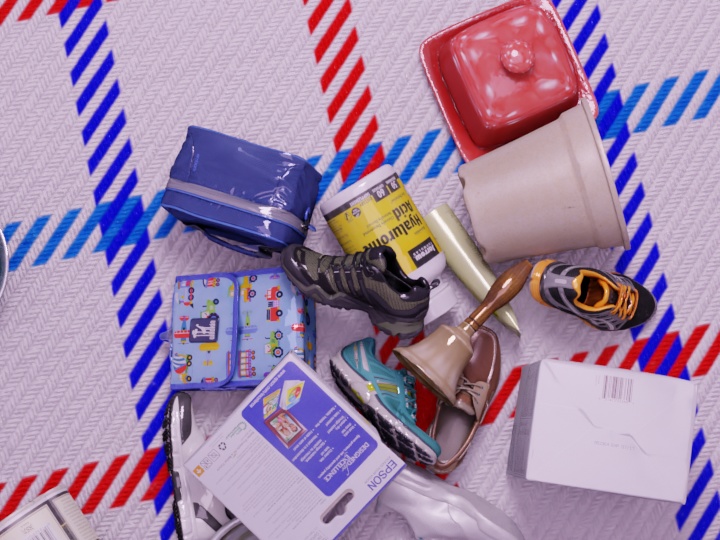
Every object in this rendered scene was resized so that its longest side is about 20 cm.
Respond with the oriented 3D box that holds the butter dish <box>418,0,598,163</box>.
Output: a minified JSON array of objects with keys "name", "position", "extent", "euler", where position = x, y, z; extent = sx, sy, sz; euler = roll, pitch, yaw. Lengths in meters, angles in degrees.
[{"name":"butter dish","position":[0.197,-0.261,1.639],"extent":[0.199,0.148,0.201],"euler":[-23,83,-2]}]

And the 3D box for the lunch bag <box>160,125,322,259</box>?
[{"name":"lunch bag","position":[-0.146,-0.089,1.619],"extent":[0.199,0.136,0.133],"euler":[17,85,14]}]

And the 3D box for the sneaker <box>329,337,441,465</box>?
[{"name":"sneaker","position":[0.040,0.162,1.609],"extent":[0.079,0.078,0.200],"euler":[-34,62,-14]}]

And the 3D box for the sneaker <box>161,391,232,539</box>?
[{"name":"sneaker","position":[-0.209,0.255,1.630],"extent":[0.079,0.074,0.202],"euler":[-8,88,-16]}]

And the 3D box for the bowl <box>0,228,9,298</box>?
[{"name":"bowl","position":[-0.540,0.000,1.634],"extent":[0.199,0.105,0.202],"euler":[0,84,1]}]

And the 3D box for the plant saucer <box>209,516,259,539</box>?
[{"name":"plant saucer","position":[-0.112,0.401,1.610],"extent":[0.199,0.050,0.202],"euler":[0,87,-2]}]

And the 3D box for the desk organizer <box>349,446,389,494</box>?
[{"name":"desk organizer","position":[-0.067,0.233,1.619],"extent":[0.199,0.077,0.072],"euler":[17,84,2]}]

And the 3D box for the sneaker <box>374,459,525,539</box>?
[{"name":"sneaker","position":[0.113,0.325,1.620],"extent":[0.199,0.075,0.089],"euler":[28,97,9]}]

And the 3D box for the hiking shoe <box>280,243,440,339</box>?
[{"name":"hiking shoe","position":[0.000,0.000,1.551],"extent":[0.199,0.076,0.101],"euler":[25,120,4]}]

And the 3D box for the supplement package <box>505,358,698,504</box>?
[{"name":"supplement package","position":[0.292,0.198,1.560],"extent":[0.190,0.200,0.148],"euler":[9,83,1]}]

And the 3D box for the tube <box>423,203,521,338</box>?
[{"name":"tube","position":[0.150,0.005,1.649],"extent":[0.058,0.052,0.200],"euler":[-26,77,-47]}]

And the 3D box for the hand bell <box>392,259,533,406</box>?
[{"name":"hand bell","position":[0.144,0.061,1.579],"extent":[0.104,0.104,0.200],"euler":[42,83,5]}]

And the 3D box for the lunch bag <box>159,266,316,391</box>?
[{"name":"lunch bag","position":[-0.162,0.079,1.640],"extent":[0.198,0.094,0.152],"euler":[-3,79,10]}]

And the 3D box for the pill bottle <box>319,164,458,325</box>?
[{"name":"pill bottle","position":[0.042,-0.026,1.626],"extent":[0.111,0.111,0.201],"euler":[-31,94,-3]}]

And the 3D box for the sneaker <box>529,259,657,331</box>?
[{"name":"sneaker","position":[0.310,0.036,1.611],"extent":[0.199,0.077,0.079],"euler":[11,87,-32]}]

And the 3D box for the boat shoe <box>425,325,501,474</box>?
[{"name":"boat shoe","position":[0.135,0.168,1.628],"extent":[0.075,0.072,0.201],"euler":[17,84,2]}]

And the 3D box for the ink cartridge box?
[{"name":"ink cartridge box","position":[-0.080,0.237,1.555],"extent":[0.200,0.047,0.198],"euler":[44,95,-3]}]

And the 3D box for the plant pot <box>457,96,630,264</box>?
[{"name":"plant pot","position":[0.228,-0.097,1.611],"extent":[0.182,0.200,0.202],"euler":[-16,83,9]}]

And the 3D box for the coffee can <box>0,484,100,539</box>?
[{"name":"coffee can","position":[-0.374,0.390,1.568],"extent":[0.146,0.146,0.201],"euler":[-35,84,-4]}]
